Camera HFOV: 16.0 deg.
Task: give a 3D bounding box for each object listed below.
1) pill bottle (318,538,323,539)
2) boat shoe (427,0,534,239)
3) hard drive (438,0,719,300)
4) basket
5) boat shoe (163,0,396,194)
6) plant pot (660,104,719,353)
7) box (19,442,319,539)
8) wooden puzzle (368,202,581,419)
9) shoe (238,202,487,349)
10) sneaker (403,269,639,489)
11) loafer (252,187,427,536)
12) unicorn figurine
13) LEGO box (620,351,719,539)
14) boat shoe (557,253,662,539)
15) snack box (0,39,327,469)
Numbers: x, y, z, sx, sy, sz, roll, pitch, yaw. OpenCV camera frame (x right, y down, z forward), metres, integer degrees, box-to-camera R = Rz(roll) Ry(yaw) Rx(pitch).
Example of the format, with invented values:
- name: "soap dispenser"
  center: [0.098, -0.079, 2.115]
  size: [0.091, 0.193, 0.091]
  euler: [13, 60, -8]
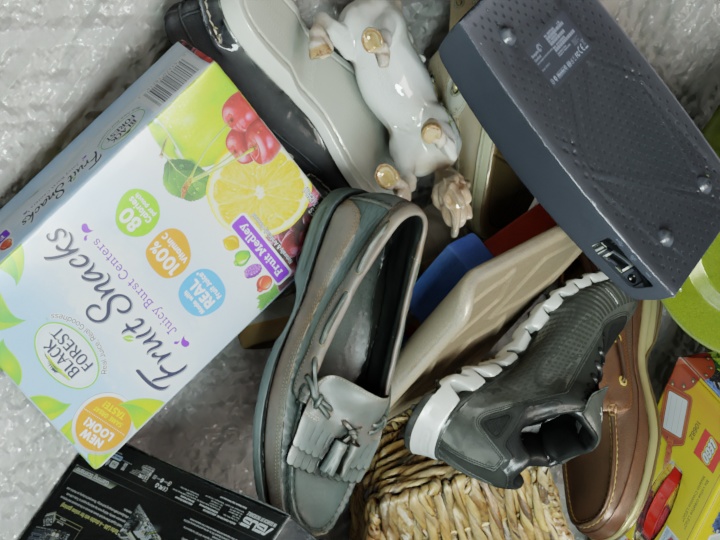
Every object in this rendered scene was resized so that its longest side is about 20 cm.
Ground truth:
- name: "pill bottle"
  center: [-0.026, 0.214, 1.490]
  size: [0.111, 0.200, 0.112]
  euler: [-6, 100, -35]
- name: "boat shoe"
  center: [0.078, -0.120, 1.576]
  size: [0.072, 0.065, 0.201]
  euler: [6, 89, -57]
- name: "hard drive"
  center: [0.133, -0.085, 1.498]
  size: [0.200, 0.042, 0.135]
  euler: [51, 41, -8]
- name: "basket"
  center: [0.066, 0.183, 1.649]
  size: [0.142, 0.149, 0.201]
  euler: [-18, 116, 2]
- name: "boat shoe"
  center: [-0.040, -0.095, 1.502]
  size: [0.200, 0.060, 0.074]
  euler: [46, 38, -40]
- name: "plant pot"
  center: [0.279, -0.032, 1.639]
  size: [0.193, 0.200, 0.201]
  euler: [-31, 121, -55]
- name: "box"
  center: [-0.115, 0.198, 1.418]
  size: [0.086, 0.200, 0.164]
  euler: [45, 72, -35]
- name: "wooden puzzle"
  center: [0.056, 0.025, 1.531]
  size: [0.046, 0.185, 0.200]
  euler: [47, 40, 8]
- name: "shoe"
  center: [0.000, 0.000, 1.558]
  size: [0.200, 0.070, 0.054]
  euler: [-21, 87, -38]
- name: "sneaker"
  center: [0.120, 0.072, 1.549]
  size: [0.200, 0.090, 0.067]
  euler: [-35, 148, -38]
- name: "loafer"
  center: [-0.009, 0.052, 1.430]
  size: [0.072, 0.063, 0.201]
  euler: [16, 82, -43]
- name: "unicorn figurine"
  center: [0.020, -0.123, 1.502]
  size: [0.137, 0.074, 0.201]
  euler: [-45, 126, -72]
- name: "LEGO box"
  center: [0.252, 0.145, 1.725]
  size: [0.148, 0.077, 0.201]
  euler: [-9, 134, -36]
- name: "boat shoe"
  center: [0.149, 0.077, 1.661]
  size: [0.067, 0.072, 0.201]
  euler: [21, 62, -33]
- name: "snack box"
  center: [-0.123, -0.008, 1.437]
  size: [0.200, 0.053, 0.142]
  euler: [-43, 123, -8]
